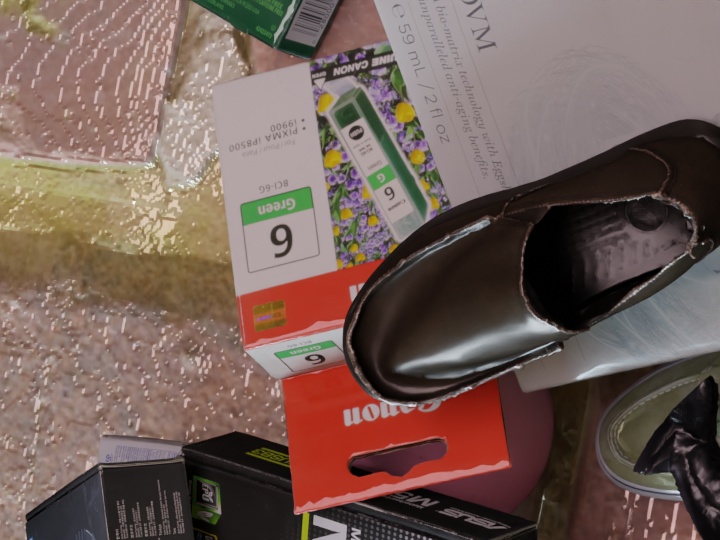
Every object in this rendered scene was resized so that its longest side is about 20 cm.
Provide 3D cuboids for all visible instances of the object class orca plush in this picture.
[{"bbox_3d":[0.214,0.126,1.225,0.105,0.071,0.200,-39,85,2],"label":"orca plush"}]

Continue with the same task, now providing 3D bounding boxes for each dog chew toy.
[{"bbox_3d":[0.016,0.117,1.371,0.124,0.124,0.200,28,106,32],"label":"dog chew toy"}]

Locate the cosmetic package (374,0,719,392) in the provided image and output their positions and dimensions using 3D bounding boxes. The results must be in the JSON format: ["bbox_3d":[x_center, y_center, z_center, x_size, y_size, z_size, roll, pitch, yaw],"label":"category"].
[{"bbox_3d":[0.142,-0.074,1.227,0.200,0.123,0.200,-14,106,27],"label":"cosmetic package"}]

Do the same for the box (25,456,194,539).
[{"bbox_3d":[-0.114,0.202,1.349,0.160,0.043,0.201,146,118,-67],"label":"box"}]

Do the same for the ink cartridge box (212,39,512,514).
[{"bbox_3d":[0.000,0.000,1.265,0.109,0.050,0.200,-14,66,13],"label":"ink cartridge box"}]

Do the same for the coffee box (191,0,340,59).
[{"bbox_3d":[-0.034,-0.227,1.486,0.123,0.044,0.200,31,101,30],"label":"coffee box"}]

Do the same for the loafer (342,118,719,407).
[{"bbox_3d":[0.069,0.000,1.168,0.200,0.071,0.073,-32,94,25],"label":"loafer"}]

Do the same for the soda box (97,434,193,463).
[{"bbox_3d":[-0.104,0.189,1.463,0.064,0.068,0.201,5,86,33],"label":"soda box"}]

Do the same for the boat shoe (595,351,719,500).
[{"bbox_3d":[0.192,0.061,1.296,0.200,0.062,0.072,-16,76,30],"label":"boat shoe"}]

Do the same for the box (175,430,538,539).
[{"bbox_3d":[-0.007,0.192,1.302,0.193,0.047,0.201,16,109,42],"label":"box"}]
